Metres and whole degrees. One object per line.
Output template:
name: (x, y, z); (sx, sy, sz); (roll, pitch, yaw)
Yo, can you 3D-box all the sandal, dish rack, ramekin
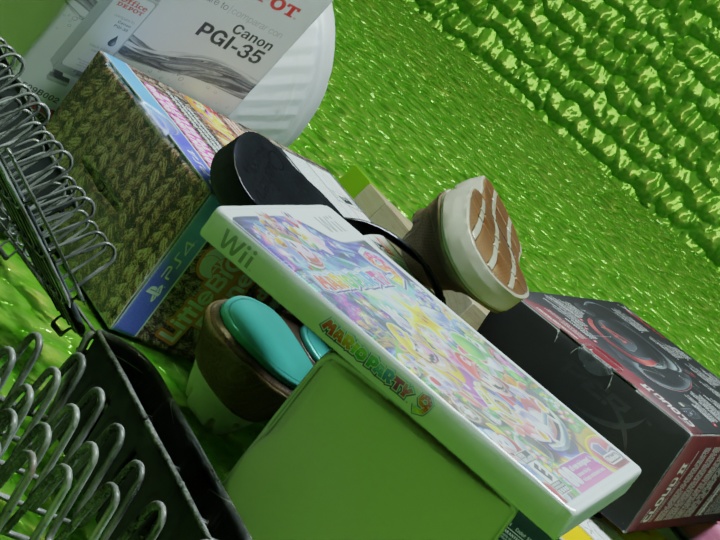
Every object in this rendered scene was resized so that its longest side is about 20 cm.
sandal: (0.000, 0.000, 1.140); (0.200, 0.043, 0.076); (43, 32, -29)
dish rack: (-0.174, -0.058, 1.050); (0.200, 0.054, 0.154); (42, -20, 59)
ramekin: (-0.126, -0.158, 1.413); (0.202, 0.203, 0.094); (42, 26, 17)
dish rack: (-0.150, 0.059, 0.828); (0.200, 0.055, 0.153); (27, 15, -37)

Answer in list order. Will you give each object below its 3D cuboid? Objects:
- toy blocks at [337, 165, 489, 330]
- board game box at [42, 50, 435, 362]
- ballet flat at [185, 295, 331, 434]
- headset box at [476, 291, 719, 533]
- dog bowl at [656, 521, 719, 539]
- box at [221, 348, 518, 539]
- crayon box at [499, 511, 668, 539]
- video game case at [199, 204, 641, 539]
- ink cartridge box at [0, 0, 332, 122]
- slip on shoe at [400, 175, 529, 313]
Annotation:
toy blocks: (0.058, 0.028, 1.510); (0.137, 0.100, 0.200); (41, 7, -47)
board game box: (-0.078, -0.017, 1.239); (0.200, 0.097, 0.160); (26, 17, -42)
ballet flat: (-0.051, 0.054, 1.119); (0.068, 0.072, 0.200); (56, 16, 10)
headset box: (0.155, 0.084, 1.284); (0.149, 0.075, 0.200); (39, 15, 25)
dog bowl: (0.258, 0.214, 1.398); (0.200, 0.074, 0.200); (35, 13, -9)
box: (0.010, 0.102, 0.989); (0.109, 0.128, 0.200); (39, 13, 5)
crayon box: (0.090, 0.139, 1.236); (0.200, 0.058, 0.173); (39, 13, 10)
video game case: (0.031, 0.039, 0.938); (0.200, 0.018, 0.143); (40, 14, 13)
ink cartridge box: (-0.137, -0.148, 1.272); (0.146, 0.200, 0.083); (24, 31, -38)
slip on shoe: (0.054, -0.012, 1.221); (0.076, 0.060, 0.200); (63, 9, -9)
